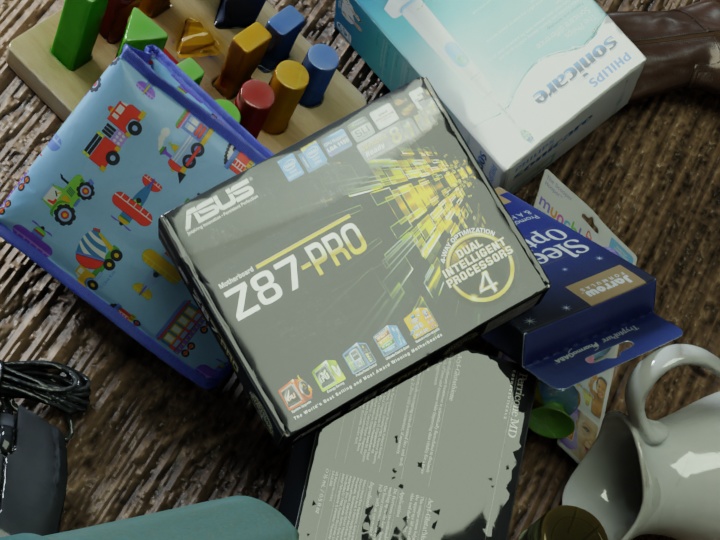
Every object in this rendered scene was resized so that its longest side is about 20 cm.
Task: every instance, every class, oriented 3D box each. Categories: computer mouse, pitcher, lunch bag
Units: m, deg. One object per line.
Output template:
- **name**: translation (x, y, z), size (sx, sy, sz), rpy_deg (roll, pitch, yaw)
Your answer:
- **computer mouse**: translation (-0.232, 0.133, 1.213), size (0.137, 0.053, 0.202), rpy_deg (8, 57, -19)
- **pitcher**: translation (0.256, 0.122, 1.347), size (0.198, 0.173, 0.122), rpy_deg (-1, 38, -21)
- **lunch bag**: translation (-0.117, -0.028, 1.295), size (0.200, 0.151, 0.094), rpy_deg (40, 9, 0)

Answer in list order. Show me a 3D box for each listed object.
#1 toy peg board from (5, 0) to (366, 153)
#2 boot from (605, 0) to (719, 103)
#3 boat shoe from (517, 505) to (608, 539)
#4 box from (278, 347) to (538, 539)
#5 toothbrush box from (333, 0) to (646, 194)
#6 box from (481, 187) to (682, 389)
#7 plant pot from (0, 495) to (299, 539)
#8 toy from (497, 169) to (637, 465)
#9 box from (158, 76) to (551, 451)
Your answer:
- **toy peg board**: translation (-0.113, -0.160, 1.416), size (0.200, 0.098, 0.199), rpy_deg (45, 54, 8)
- **boot**: translation (0.260, -0.144, 1.577), size (0.198, 0.065, 0.187), rpy_deg (-8, 50, -30)
- **boat shoe**: translation (0.131, 0.259, 1.287), size (0.072, 0.063, 0.203), rpy_deg (8, 63, -23)
- **box**: translation (0.024, 0.147, 1.263), size (0.140, 0.079, 0.202), rpy_deg (16, 72, -9)
- **toothbrush box**: translation (0.096, -0.174, 1.491), size (0.146, 0.085, 0.200), rpy_deg (-38, 77, -14)
- **box**: translation (0.112, 0.008, 1.325), size (0.120, 0.033, 0.200), rpy_deg (-20, 37, -32)
- **plant pot**: translation (-0.128, 0.226, 1.122), size (0.195, 0.200, 0.201), rpy_deg (-13, 65, -36)
- **toy**: translation (0.163, 0.030, 1.417), size (0.115, 0.047, 0.201), rpy_deg (41, 51, -29)
- **box**: translation (-0.004, -0.006, 1.230), size (0.199, 0.049, 0.162), rpy_deg (-28, 78, -13)
